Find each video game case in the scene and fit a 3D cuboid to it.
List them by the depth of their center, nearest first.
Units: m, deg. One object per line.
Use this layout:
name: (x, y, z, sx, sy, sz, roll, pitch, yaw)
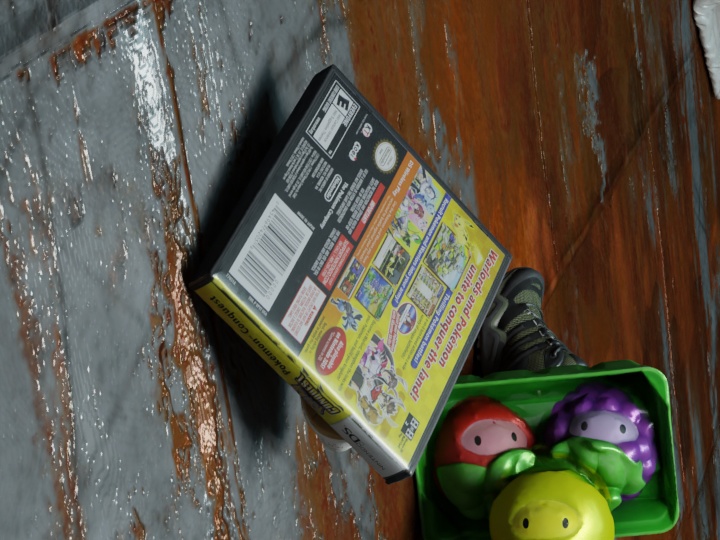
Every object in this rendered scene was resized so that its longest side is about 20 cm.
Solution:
video game case: (0.000, 0.000, 1.336, 0.181, 0.025, 0.201, 45, 46, -19)

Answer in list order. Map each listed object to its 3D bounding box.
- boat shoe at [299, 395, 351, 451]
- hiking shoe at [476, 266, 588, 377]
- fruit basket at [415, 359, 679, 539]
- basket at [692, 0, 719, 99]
boat shoe: (-0.025, 0.019, 1.387, 0.069, 0.070, 0.202, 110, -21, -67)
hiking shoe: (0.149, 0.081, 1.817, 0.076, 0.100, 0.201, 68, 28, -46)
fruit basket: (0.139, 0.158, 1.630, 0.216, 0.213, 0.157, -44, 129, -65)
basket: (0.563, -0.361, 2.928, 0.201, 0.196, 0.162, 64, 26, -49)
